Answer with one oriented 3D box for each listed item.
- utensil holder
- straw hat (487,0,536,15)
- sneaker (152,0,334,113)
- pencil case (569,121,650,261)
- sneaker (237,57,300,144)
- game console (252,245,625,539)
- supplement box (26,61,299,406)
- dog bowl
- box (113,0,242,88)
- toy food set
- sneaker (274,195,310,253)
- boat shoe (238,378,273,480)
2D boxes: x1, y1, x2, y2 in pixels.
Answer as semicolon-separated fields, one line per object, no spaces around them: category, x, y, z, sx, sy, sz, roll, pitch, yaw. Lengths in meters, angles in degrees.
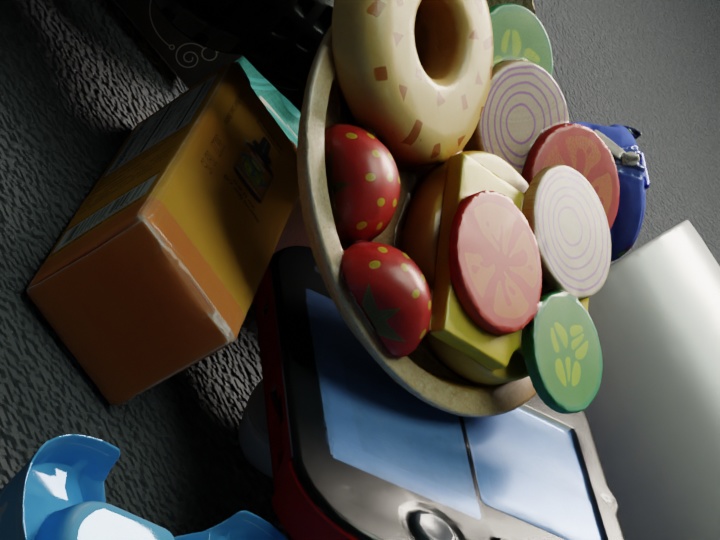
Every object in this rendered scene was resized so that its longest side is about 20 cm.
utensil holder;0.178;0.095;1.199;0.201;0.169;0.170;60;20;4
straw hat;0.032;-0.148;1.302;0.085;0.201;0.202;-8;61;-24
sneaker;-0.014;-0.108;0.969;0.200;0.075;0.079;42;20;-18
pencil case;0.074;-0.053;1.160;0.199;0.087;0.078;5;59;-28
sneaker;-0.033;-0.108;1.107;0.078;0.079;0.201;47;24;-32
game console;0.038;0.074;0.882;0.176;0.031;0.200;21;29;-19
supplement box;-0.078;-0.022;0.899;0.067;0.069;0.200;54;22;-15
dog bowl;-0.070;0.132;0.724;0.200;0.049;0.112;35;31;-50
box;-0.102;-0.220;1.048;0.200;0.114;0.132;51;20;-26
toy food set;0.047;-0.036;0.893;0.198;0.048;0.201;30;57;-42
sneaker;0.000;0.000;1.057;0.077;0.078;0.200;60;12;30
boat shoe;0.008;0.076;0.963;0.072;0.068;0.200;38;29;21
